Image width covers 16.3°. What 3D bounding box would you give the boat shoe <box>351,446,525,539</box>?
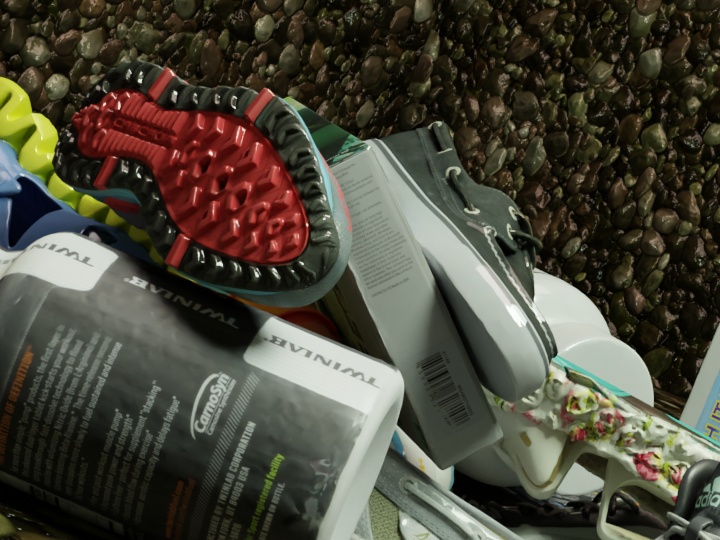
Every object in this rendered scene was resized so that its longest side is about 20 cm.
[{"bbox_3d":[0.076,0.135,1.104,0.201,0.065,0.074,23,4,2],"label":"boat shoe"}]

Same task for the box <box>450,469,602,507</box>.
[{"bbox_3d":[0.123,0.147,1.373,0.199,0.049,0.161,19,7,-37],"label":"box"}]

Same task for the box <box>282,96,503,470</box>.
[{"bbox_3d":[0.000,0.000,1.158,0.145,0.036,0.200,66,-8,-14],"label":"box"}]

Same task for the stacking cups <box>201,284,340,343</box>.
[{"bbox_3d":[-0.050,0.017,1.240,0.060,0.061,0.200,20,18,-32],"label":"stacking cups"}]

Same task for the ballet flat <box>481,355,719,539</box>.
[{"bbox_3d":[0.112,0.086,1.139,0.199,0.064,0.076,29,-13,11],"label":"ballet flat"}]

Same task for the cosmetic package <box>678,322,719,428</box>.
[{"bbox_3d":[0.306,0.148,1.548,0.200,0.166,0.165,18,5,-44],"label":"cosmetic package"}]

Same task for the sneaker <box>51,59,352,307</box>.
[{"bbox_3d":[-0.046,-0.030,1.039,0.095,0.079,0.200,34,0,-35],"label":"sneaker"}]

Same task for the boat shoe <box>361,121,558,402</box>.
[{"bbox_3d":[0.048,-0.014,1.128,0.200,0.056,0.069,55,-11,54],"label":"boat shoe"}]

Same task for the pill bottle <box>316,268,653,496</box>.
[{"bbox_3d":[0.063,0.047,1.308,0.111,0.111,0.200,20,4,-33],"label":"pill bottle"}]

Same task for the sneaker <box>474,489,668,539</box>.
[{"bbox_3d":[0.100,0.133,1.187,0.199,0.080,0.074,20,3,-13],"label":"sneaker"}]

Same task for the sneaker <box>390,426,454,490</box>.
[{"bbox_3d":[-0.052,0.069,1.254,0.199,0.077,0.081,22,4,26],"label":"sneaker"}]

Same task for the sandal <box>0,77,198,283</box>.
[{"bbox_3d":[-0.143,-0.002,1.137,0.200,0.087,0.080,40,-32,32],"label":"sandal"}]

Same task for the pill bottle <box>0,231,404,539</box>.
[{"bbox_3d":[-0.091,0.051,1.008,0.199,0.107,0.106,23,3,7],"label":"pill bottle"}]

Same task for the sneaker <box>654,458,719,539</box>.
[{"bbox_3d":[0.130,0.116,1.001,0.078,0.141,0.200,23,12,39],"label":"sneaker"}]

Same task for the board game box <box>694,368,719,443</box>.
[{"bbox_3d":[0.240,0.123,1.219,0.056,0.201,0.196,21,4,-39],"label":"board game box"}]
